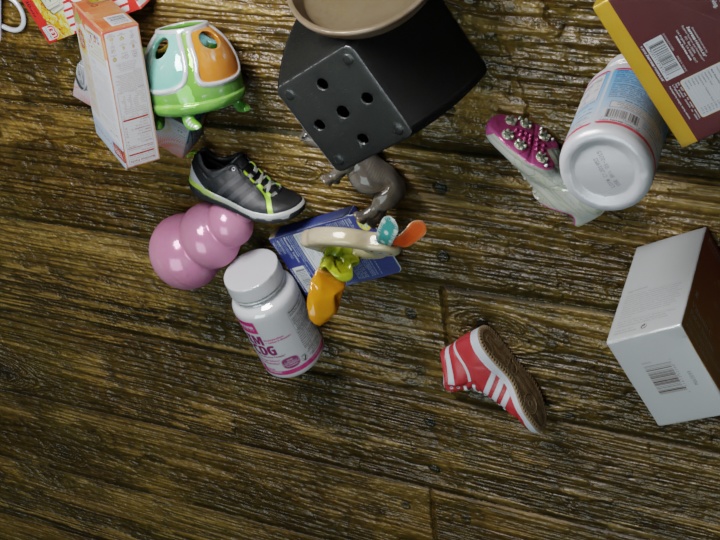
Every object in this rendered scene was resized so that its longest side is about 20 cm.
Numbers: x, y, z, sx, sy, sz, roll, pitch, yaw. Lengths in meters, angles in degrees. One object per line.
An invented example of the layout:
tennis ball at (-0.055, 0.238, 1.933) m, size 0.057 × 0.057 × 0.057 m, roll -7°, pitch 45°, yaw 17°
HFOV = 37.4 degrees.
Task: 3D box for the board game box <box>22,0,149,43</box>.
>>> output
board game box at (-0.408, -0.423, 1.510) m, size 0.197 × 0.047 × 0.153 m, roll -9°, pitch 123°, yaw 34°

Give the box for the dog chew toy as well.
dog chew toy at (-0.249, -0.052, 1.705) m, size 0.198 × 0.125 × 0.125 m, roll -30°, pitch 111°, yaw 33°

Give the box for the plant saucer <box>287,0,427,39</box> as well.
plant saucer at (0.008, -0.347, 1.255) m, size 0.197 × 0.203 × 0.030 m, roll 7°, pitch 153°, yaw 23°

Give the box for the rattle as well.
rattle at (0.000, 0.000, 1.523) m, size 0.197 × 0.145 × 0.130 m, roll 4°, pitch 156°, yaw 39°

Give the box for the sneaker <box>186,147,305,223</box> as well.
sneaker at (-0.178, -0.135, 1.621) m, size 0.197 × 0.072 × 0.084 m, roll 16°, pitch 125°, yaw 10°

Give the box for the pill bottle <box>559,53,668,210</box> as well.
pill bottle at (0.303, -0.170, 1.238) m, size 0.107 × 0.201 × 0.110 m, roll 15°, pitch 134°, yaw 16°

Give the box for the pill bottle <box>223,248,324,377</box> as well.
pill bottle at (-0.142, 0.070, 1.738) m, size 0.112 × 0.114 × 0.202 m, roll 0°, pitch 134°, yaw 28°

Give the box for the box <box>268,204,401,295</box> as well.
box at (-0.036, -0.032, 1.663) m, size 0.198 × 0.033 × 0.122 m, roll -13°, pitch 121°, yaw 36°

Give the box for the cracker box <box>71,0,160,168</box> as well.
cracker box at (-0.339, -0.262, 1.479) m, size 0.134 × 0.057 × 0.203 m, roll 43°, pitch 144°, yaw 46°

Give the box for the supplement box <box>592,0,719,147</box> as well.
supplement box at (0.394, -0.280, 1.140) m, size 0.198 × 0.133 × 0.198 m, roll -23°, pitch 115°, yaw 40°

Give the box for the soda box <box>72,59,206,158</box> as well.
soda box at (-0.332, -0.255, 1.605) m, size 0.198 × 0.064 × 0.069 m, roll 29°, pitch 136°, yaw 1°

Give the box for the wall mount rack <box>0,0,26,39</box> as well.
wall mount rack at (-0.604, -0.424, 1.594) m, size 0.197 × 0.075 × 0.175 m, roll 25°, pitch 135°, yaw 6°

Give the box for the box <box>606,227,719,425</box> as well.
box at (0.420, 0.072, 1.388) m, size 0.105 × 0.201 × 0.153 m, roll -18°, pitch 119°, yaw 40°

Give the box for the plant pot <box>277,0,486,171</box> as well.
plant pot at (0.009, -0.248, 1.346) m, size 0.198 × 0.178 × 0.201 m, roll -22°, pitch 115°, yaw 39°

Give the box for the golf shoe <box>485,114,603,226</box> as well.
golf shoe at (0.241, -0.127, 1.403) m, size 0.198 × 0.076 × 0.092 m, roll 33°, pitch 139°, yaw 0°

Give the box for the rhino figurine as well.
rhino figurine at (-0.015, -0.154, 1.520) m, size 0.087 × 0.060 × 0.200 m, roll -38°, pitch 106°, yaw 15°

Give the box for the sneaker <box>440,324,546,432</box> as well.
sneaker at (0.207, 0.186, 1.696) m, size 0.112 × 0.071 × 0.201 m, roll -27°, pitch 105°, yaw 37°

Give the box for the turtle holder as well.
turtle holder at (-0.244, -0.282, 1.502) m, size 0.185 × 0.139 × 0.134 m, roll 34°, pitch 138°, yaw 60°
